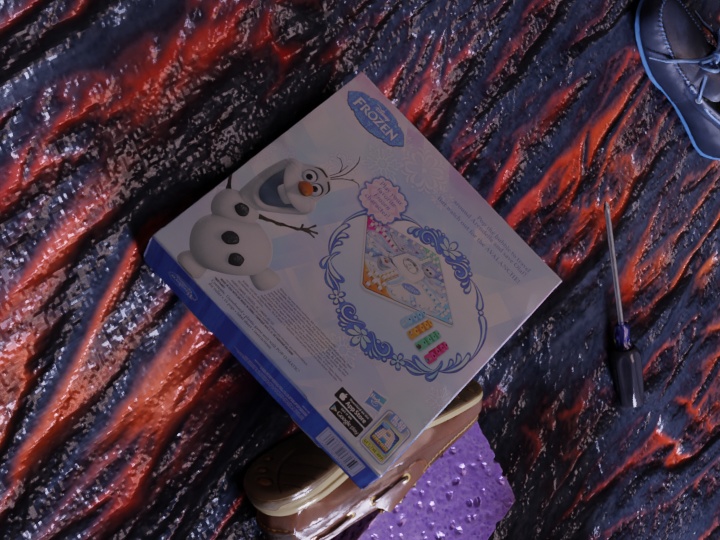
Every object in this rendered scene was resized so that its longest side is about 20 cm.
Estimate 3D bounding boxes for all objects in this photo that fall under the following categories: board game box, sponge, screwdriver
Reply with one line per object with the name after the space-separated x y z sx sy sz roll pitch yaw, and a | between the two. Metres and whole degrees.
0.000 0.000 0.756 0.200 0.043 0.199 47 60 3 | board game box
0.037 0.207 0.894 0.200 0.030 0.112 -47 123 -28 | sponge
0.234 0.031 1.055 0.029 0.028 0.201 -46 129 -66 | screwdriver

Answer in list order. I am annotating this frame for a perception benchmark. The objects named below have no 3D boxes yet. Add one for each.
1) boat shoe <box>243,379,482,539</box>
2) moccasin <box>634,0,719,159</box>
0.008 0.135 0.835 0.199 0.072 0.068 -26 118 -31 | boat shoe
0.322 -0.184 1.079 0.200 0.068 0.081 42 67 -37 | moccasin
